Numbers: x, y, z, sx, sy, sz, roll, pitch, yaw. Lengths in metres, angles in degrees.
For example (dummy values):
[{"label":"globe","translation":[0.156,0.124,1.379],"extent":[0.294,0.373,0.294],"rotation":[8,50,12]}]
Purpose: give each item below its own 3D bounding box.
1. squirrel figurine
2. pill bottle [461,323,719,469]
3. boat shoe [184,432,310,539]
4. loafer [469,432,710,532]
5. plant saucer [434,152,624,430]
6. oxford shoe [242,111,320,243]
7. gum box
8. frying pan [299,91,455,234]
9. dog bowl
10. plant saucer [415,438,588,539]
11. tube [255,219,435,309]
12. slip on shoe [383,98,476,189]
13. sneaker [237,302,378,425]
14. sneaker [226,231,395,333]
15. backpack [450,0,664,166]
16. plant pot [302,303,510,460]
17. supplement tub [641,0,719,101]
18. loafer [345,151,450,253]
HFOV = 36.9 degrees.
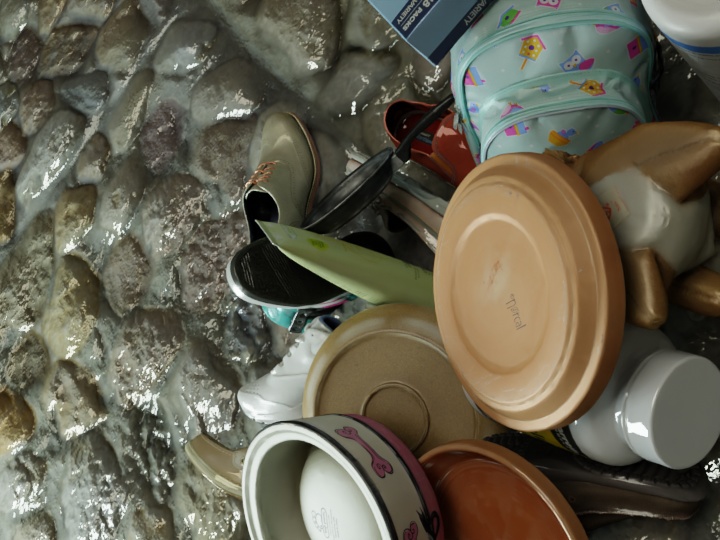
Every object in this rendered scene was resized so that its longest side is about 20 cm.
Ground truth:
[{"label":"squirrel figurine","translation":[0.224,-0.028,0.826],"extent":[0.199,0.186,0.142],"rotation":[16,92,46]},{"label":"pill bottle","translation":[0.177,0.086,0.837],"extent":[0.200,0.111,0.112],"rotation":[13,80,56]},{"label":"boat shoe","translation":[-0.091,0.202,1.065],"extent":[0.199,0.072,0.065],"rotation":[24,83,36]},{"label":"loafer","translation":[0.182,0.175,0.866],"extent":[0.199,0.073,0.071],"rotation":[1,109,37]},{"label":"plant saucer","translation":[0.110,0.016,0.782],"extent":[0.200,0.032,0.202],"rotation":[15,108,59]},{"label":"oxford shoe","translation":[-0.090,-0.095,1.177],"extent":[0.071,0.074,0.201],"rotation":[-23,60,30]},{"label":"gum box","translation":[0.062,-0.285,0.872],"extent":[0.170,0.044,0.200],"rotation":[-47,45,14]},{"label":"frying pan","translation":[0.019,-0.097,1.005],"extent":[0.190,0.031,0.115],"rotation":[-40,11,4]},{"label":"dog bowl","translation":[-0.012,0.212,0.913],"extent":[0.200,0.074,0.201],"rotation":[21,119,43]},{"label":"plant saucer","translation":[0.111,0.230,0.861],"extent":[0.200,0.032,0.202],"rotation":[21,119,43]},{"label":"tube","translation":[0.000,0.000,0.983],"extent":[0.058,0.199,0.052],"rotation":[-37,37,53]},{"label":"slip on shoe","translation":[0.097,-0.119,1.046],"extent":[0.200,0.061,0.074],"rotation":[29,89,39]},{"label":"sneaker","translation":[-0.040,0.088,1.045],"extent":[0.199,0.087,0.075],"rotation":[-23,17,24]},{"label":"sneaker","translation":[-0.072,0.014,1.053],"extent":[0.121,0.199,0.084],"rotation":[-33,71,42]},{"label":"backpack","translation":[0.160,-0.154,0.885],"extent":[0.175,0.200,0.154],"rotation":[-9,51,15]},{"label":"plant pot","translation":[0.034,0.131,0.962],"extent":[0.199,0.027,0.201],"rotation":[2,94,22]},{"label":"supplement tub","translation":[0.306,-0.193,0.814],"extent":[0.131,0.200,0.133],"rotation":[-15,63,33]},{"label":"loafer","translation":[0.047,-0.056,1.058],"extent":[0.200,0.072,0.063],"rotation":[34,99,39]}]
